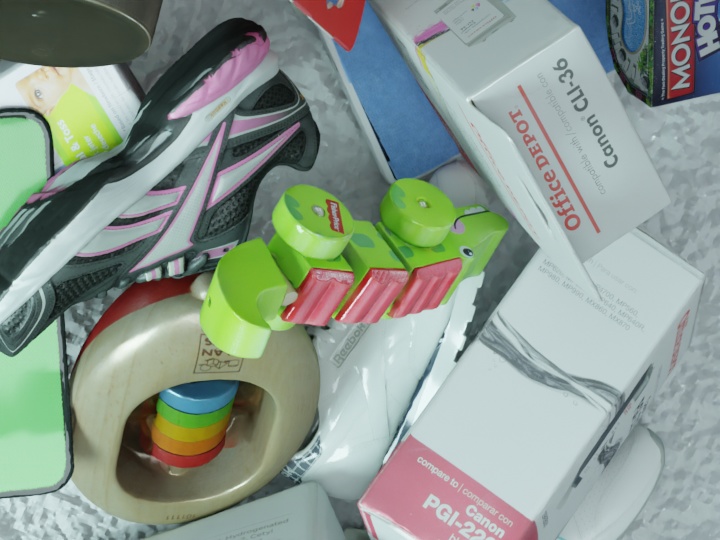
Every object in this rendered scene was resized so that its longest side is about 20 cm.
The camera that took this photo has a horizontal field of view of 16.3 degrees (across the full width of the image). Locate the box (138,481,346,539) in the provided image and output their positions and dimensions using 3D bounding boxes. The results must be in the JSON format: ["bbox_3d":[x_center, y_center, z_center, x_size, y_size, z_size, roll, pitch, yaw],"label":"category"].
[{"bbox_3d":[-0.078,0.257,1.326,0.199,0.172,0.200,-18,115,9],"label":"box"}]

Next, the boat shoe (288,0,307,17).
[{"bbox_3d":[0.023,-0.219,1.307,0.200,0.073,0.062,-48,64,12],"label":"boat shoe"}]

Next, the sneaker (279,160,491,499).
[{"bbox_3d":[0.013,0.032,1.360,0.080,0.076,0.201,18,100,-4],"label":"sneaker"}]

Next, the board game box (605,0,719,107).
[{"bbox_3d":[0.171,-0.192,1.252,0.199,0.062,0.201,-12,115,-25],"label":"board game box"}]

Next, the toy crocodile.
[{"bbox_3d":[0.000,0.000,1.239,0.199,0.062,0.068,-7,140,-46],"label":"toy crocodile"}]

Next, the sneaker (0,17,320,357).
[{"bbox_3d":[-0.097,-0.024,1.211,0.200,0.080,0.086,-42,110,0],"label":"sneaker"}]

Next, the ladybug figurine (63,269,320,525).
[{"bbox_3d":[-0.091,0.058,1.313,0.135,0.072,0.200,-1,143,-18],"label":"ladybug figurine"}]

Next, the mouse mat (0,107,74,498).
[{"bbox_3d":[-0.226,0.022,1.241,0.160,0.008,0.201,-4,106,-8],"label":"mouse mat"}]

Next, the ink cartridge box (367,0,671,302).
[{"bbox_3d":[0.083,-0.080,1.240,0.067,0.200,0.117,-34,122,-1],"label":"ink cartridge box"}]

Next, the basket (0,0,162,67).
[{"bbox_3d":[-0.142,-0.208,1.186,0.180,0.136,0.201,15,73,-38],"label":"basket"}]

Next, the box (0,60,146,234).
[{"bbox_3d":[-0.197,-0.039,1.287,0.199,0.101,0.113,-31,107,0],"label":"box"}]

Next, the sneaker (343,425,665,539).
[{"bbox_3d":[0.078,0.138,1.398,0.200,0.070,0.080,-32,105,1],"label":"sneaker"}]

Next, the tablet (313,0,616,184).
[{"bbox_3d":[0.080,-0.140,1.334,0.199,0.014,0.131,-28,122,-5],"label":"tablet"}]

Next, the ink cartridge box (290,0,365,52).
[{"bbox_3d":[-0.026,-0.219,1.222,0.067,0.116,0.201,10,84,17],"label":"ink cartridge box"}]

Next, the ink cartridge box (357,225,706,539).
[{"bbox_3d":[0.091,0.076,1.311,0.085,0.146,0.200,32,79,12],"label":"ink cartridge box"}]
